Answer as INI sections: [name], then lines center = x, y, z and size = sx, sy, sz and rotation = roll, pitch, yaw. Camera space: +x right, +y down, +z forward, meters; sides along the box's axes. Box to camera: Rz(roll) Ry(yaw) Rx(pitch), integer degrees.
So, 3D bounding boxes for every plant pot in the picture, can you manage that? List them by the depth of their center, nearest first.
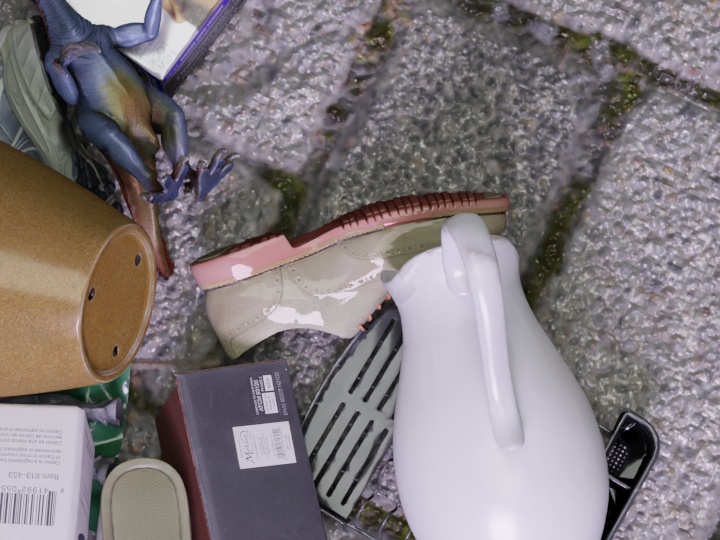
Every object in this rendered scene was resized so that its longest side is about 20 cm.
[plant pot]
center = -0.226, -0.002, 1.554
size = 0.199, 0.186, 0.187
rotation = 11, 81, 22

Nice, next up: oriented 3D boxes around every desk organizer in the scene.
[desk organizer]
center = -0.066, 0.163, 1.616
size = 0.072, 0.077, 0.201
rotation = -7, 71, -19

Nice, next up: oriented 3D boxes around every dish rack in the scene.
[dish rack]
center = 0.062, 0.117, 1.636
size = 0.200, 0.055, 0.154
rotation = 30, 82, 6

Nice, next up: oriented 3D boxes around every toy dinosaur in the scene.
[toy dinosaur]
center = -0.167, -0.108, 1.614
size = 0.181, 0.105, 0.200
rotation = 41, 128, 17

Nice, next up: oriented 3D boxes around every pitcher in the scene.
[pitcher]
center = 0.073, 0.074, 1.530
size = 0.121, 0.172, 0.201
rotation = -12, 78, -3

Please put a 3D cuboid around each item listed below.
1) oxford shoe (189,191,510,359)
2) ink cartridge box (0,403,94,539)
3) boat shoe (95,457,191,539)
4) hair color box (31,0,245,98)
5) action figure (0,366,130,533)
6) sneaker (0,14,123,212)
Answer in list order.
[oxford shoe]
center = 0.000, 0.000, 1.656
size = 0.199, 0.071, 0.074
rotation = -15, 95, 5
[ink cartridge box]
center = -0.233, 0.181, 1.545
size = 0.144, 0.084, 0.201
rotation = 2, 69, 1
[boat shoe]
center = -0.127, 0.215, 1.600
size = 0.075, 0.068, 0.201
rotation = 4, 76, -4
[hair color box]
center = -0.168, -0.211, 1.687
size = 0.200, 0.065, 0.109
rotation = 36, 83, 5
[action figure]
center = -0.245, 0.092, 1.648
size = 0.199, 0.055, 0.118
rotation = 6, 84, 6
[sneaker]
center = -0.203, -0.051, 1.668
size = 0.086, 0.078, 0.201
rotation = -19, 78, 16
